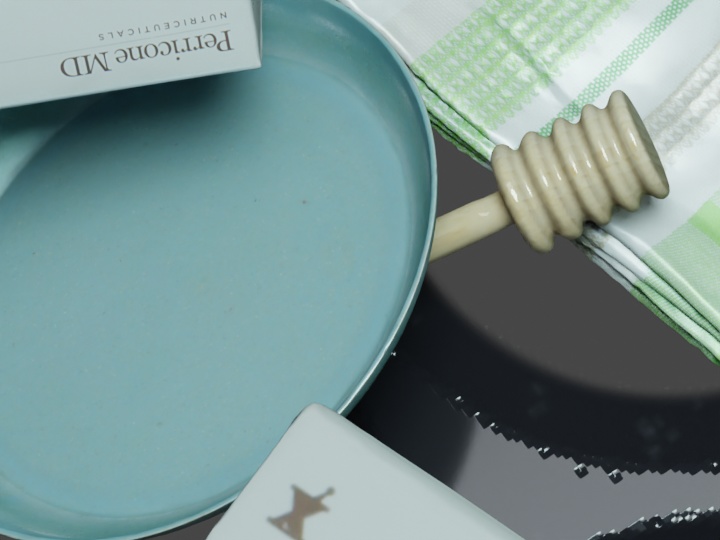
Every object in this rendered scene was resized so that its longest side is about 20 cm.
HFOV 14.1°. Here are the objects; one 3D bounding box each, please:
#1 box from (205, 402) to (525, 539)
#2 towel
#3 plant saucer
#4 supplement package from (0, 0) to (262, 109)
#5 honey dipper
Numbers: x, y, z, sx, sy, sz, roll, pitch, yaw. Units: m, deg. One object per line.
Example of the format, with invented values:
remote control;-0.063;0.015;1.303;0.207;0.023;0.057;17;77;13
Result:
box;0.018;0.184;0.791;0.199;0.171;0.200;34;78;17
towel;0.094;-0.083;0.953;0.200;0.031;0.149;41;81;18
plant saucer;-0.063;-0.001;0.918;0.200;0.027;0.200;-13;57;21
supplement package;-0.136;-0.124;0.915;0.200;0.111;0.156;-10;26;3
honey dipper;0.000;0.000;0.922;0.200;0.038;0.038;-24;69;12
